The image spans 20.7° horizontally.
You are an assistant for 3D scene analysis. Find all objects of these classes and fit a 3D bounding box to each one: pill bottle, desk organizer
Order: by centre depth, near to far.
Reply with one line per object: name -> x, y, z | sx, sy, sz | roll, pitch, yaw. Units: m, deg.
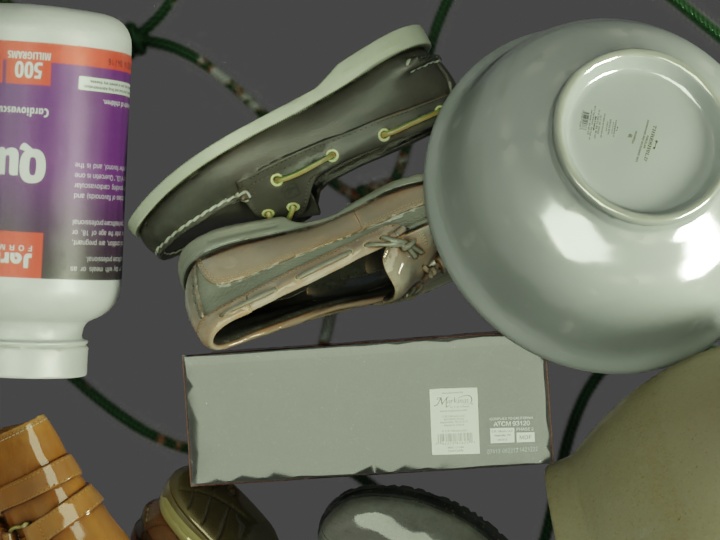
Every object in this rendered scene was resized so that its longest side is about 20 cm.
desk organizer -> 0.007, 0.073, 1.094 | 0.198, 0.077, 0.073 | -4, 91, 6
pill bottle -> -0.186, -0.043, 1.097 | 0.111, 0.112, 0.202 | 2, 91, 6

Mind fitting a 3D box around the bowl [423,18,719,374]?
bowl -> 0.138, -0.055, 1.035 | 0.199, 0.090, 0.203 | 3, 70, -9

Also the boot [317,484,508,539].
boot -> 0.053, 0.200, 1.057 | 0.198, 0.132, 0.070 | 24, 125, 7

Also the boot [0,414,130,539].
boot -> -0.143, 0.150, 1.076 | 0.076, 0.199, 0.157 | -20, 94, -37

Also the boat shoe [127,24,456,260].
boat shoe -> -0.036, -0.059, 1.100 | 0.200, 0.072, 0.061 | -33, 83, 3

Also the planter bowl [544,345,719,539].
planter bowl -> 0.172, 0.145, 1.017 | 0.133, 0.200, 0.202 | -16, 89, 8

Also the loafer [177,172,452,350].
loafer -> 0.000, 0.000, 1.083 | 0.198, 0.072, 0.063 | -13, 50, -2

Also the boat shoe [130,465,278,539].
boat shoe -> -0.054, 0.204, 1.111 | 0.200, 0.072, 0.068 | 48, 115, 8
